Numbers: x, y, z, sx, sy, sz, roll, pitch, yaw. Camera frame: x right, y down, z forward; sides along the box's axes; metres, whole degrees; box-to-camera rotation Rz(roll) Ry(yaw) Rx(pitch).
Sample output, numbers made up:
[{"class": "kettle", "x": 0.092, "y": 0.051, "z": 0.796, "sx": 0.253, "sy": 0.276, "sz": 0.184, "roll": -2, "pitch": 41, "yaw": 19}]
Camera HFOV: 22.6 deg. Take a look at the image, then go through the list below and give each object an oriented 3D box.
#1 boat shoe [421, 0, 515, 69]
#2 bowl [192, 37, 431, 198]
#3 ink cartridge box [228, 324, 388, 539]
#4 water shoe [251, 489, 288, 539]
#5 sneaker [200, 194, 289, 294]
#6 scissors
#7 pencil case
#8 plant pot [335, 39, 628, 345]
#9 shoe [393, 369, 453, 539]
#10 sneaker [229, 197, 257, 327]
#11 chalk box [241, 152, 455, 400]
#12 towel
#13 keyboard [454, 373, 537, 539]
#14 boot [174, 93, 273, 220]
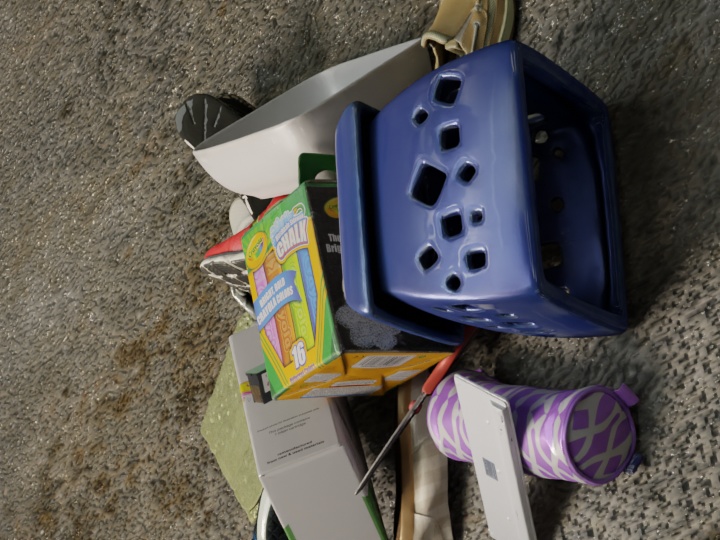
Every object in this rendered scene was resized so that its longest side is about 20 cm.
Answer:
[{"class": "boat shoe", "x": 0.089, "y": -0.205, "z": 1.583, "sx": 0.072, "sy": 0.076, "sz": 0.201, "roll": -13, "pitch": 76, "yaw": 54}, {"class": "bowl", "x": -0.035, "y": -0.134, "z": 1.684, "sx": 0.199, "sy": 0.200, "sz": 0.075, "roll": -9, "pitch": 113, "yaw": 54}, {"class": "ink cartridge box", "x": -0.048, "y": 0.155, "z": 1.649, "sx": 0.200, "sy": 0.084, "sz": 0.145, "roll": -108, "pitch": -3, "yaw": -52}, {"class": "water shoe", "x": -0.089, "y": 0.273, "z": 1.808, "sx": 0.079, "sy": 0.071, "sz": 0.201, "roll": 18, "pitch": 102, "yaw": 56}, {"class": "sneaker", "x": -0.075, "y": -0.035, "z": 1.729, "sx": 0.199, "sy": 0.077, "sz": 0.085, "roll": -22, "pitch": 48, "yaw": 43}, {"class": "scissors", "x": 0.054, "y": 0.106, "z": 1.552, "sx": 0.200, "sy": 0.014, "sz": 0.073, "roll": -52, "pitch": -6, "yaw": -17}, {"class": "pencil case", "x": 0.139, "y": 0.124, "z": 1.482, "sx": 0.199, "sy": 0.084, "sz": 0.086, "roll": 2, "pitch": 58, "yaw": 54}, {"class": "plant pot", "x": 0.090, "y": -0.046, "z": 1.417, "sx": 0.179, "sy": 0.200, "sz": 0.201, "roll": -11, "pitch": 76, "yaw": 28}, {"class": "shoe", "x": 0.058, "y": 0.159, "z": 1.631, "sx": 0.070, "sy": 0.053, "sz": 0.201, "roll": 103, "pitch": 168, "yaw": -79}, {"class": "sneaker", "x": -0.100, "y": -0.007, "z": 1.840, "sx": 0.075, "sy": 0.081, "sz": 0.201, "roll": -61, "pitch": 41, "yaw": 35}, {"class": "chalk box", "x": -0.017, "y": -0.003, "z": 1.558, "sx": 0.124, "sy": 0.124, "sz": 0.201, "roll": -36, "pitch": 59, "yaw": 51}, {"class": "towel", "x": -0.106, "y": 0.152, "z": 1.860, "sx": 0.149, "sy": 0.036, "sz": 0.201, "roll": 53, "pitch": 137, "yaw": 38}, {"class": "keyboard", "x": 0.113, "y": 0.164, "z": 1.472, "sx": 0.056, "sy": 0.011, "sz": 0.201, "roll": 33, "pitch": 149, "yaw": 40}, {"class": "boot", "x": -0.096, "y": -0.106, "z": 1.842, "sx": 0.073, "sy": 0.204, "sz": 0.154, "roll": -45, "pitch": 4, "yaw": 9}]
